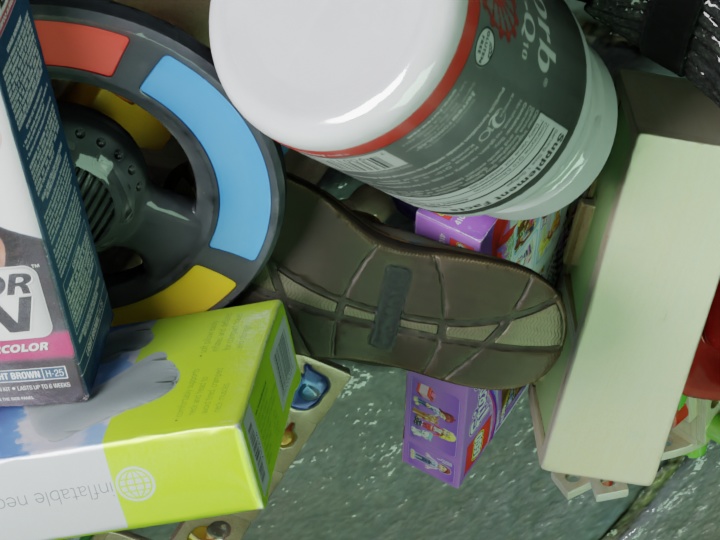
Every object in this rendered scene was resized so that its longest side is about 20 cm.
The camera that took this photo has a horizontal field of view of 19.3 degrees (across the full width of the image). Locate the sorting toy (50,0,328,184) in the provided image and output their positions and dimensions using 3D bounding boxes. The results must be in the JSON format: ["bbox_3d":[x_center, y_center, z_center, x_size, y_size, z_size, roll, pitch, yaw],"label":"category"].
[{"bbox_3d":[-0.052,-0.113,0.938,0.199,0.037,0.186,10,127,-43],"label":"sorting toy"}]

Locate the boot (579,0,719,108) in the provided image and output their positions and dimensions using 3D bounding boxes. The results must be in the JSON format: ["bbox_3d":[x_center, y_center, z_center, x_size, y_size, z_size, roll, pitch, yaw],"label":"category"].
[{"bbox_3d":[0.123,-0.144,0.894,0.080,0.158,0.211,-52,158,1],"label":"boot"}]

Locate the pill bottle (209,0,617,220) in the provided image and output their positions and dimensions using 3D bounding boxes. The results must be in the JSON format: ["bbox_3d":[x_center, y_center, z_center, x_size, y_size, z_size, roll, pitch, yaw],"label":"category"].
[{"bbox_3d":[0.031,-0.088,0.907,0.116,0.116,0.200,-43,154,14],"label":"pill bottle"}]

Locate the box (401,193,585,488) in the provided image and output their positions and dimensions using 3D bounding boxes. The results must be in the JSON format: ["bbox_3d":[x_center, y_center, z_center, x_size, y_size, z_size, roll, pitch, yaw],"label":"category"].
[{"bbox_3d":[0.073,0.001,1.104,0.137,0.039,0.201,-52,157,-36],"label":"box"}]

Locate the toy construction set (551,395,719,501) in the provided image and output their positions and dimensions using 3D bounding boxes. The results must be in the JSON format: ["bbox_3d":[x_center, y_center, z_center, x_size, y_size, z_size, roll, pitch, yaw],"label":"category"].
[{"bbox_3d":[0.181,0.070,1.272,0.131,0.092,0.201,-38,156,-28],"label":"toy construction set"}]

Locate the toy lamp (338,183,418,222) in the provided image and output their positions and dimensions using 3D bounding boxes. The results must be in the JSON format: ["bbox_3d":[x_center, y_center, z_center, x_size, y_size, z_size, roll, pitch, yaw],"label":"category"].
[{"bbox_3d":[-0.052,0.003,1.055,0.199,0.058,0.058,-30,144,-1],"label":"toy lamp"}]

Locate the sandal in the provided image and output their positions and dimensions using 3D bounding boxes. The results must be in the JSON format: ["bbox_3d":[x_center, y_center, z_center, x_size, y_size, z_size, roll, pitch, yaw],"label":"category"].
[{"bbox_3d":[0.000,0.000,0.990,0.198,0.055,0.082,14,105,-6],"label":"sandal"}]

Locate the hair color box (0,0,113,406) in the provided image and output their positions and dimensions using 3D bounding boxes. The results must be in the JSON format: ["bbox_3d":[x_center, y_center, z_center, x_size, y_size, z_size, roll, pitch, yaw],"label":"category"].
[{"bbox_3d":[-0.170,-0.039,0.847,0.099,0.061,0.201,-4,127,9],"label":"hair color box"}]

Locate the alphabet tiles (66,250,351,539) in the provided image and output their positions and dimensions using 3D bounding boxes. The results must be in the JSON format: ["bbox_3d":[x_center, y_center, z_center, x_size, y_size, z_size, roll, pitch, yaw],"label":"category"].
[{"bbox_3d":[-0.107,0.072,1.039,0.166,0.008,0.201,23,113,-25],"label":"alphabet tiles"}]

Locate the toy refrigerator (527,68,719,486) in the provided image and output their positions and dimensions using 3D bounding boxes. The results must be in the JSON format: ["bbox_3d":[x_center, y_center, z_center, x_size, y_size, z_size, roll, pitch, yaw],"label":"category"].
[{"bbox_3d":[0.139,0.005,1.092,0.069,0.076,0.201,8,120,-7],"label":"toy refrigerator"}]

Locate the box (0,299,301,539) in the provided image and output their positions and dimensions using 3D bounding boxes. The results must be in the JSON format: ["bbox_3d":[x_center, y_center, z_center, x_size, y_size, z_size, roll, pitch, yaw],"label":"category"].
[{"bbox_3d":[-0.132,0.071,0.913,0.198,0.122,0.048,-9,113,11],"label":"box"}]

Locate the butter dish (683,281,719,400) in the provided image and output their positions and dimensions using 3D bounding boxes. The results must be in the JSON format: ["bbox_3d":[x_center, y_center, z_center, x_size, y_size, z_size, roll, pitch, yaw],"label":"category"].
[{"bbox_3d":[0.286,-0.016,1.159,0.199,0.147,0.201,5,95,-39],"label":"butter dish"}]

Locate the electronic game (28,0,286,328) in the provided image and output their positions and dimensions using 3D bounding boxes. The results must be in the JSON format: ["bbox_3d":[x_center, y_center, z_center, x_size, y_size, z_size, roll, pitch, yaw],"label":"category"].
[{"bbox_3d":[-0.130,-0.037,0.909,0.198,0.042,0.201,0,135,0],"label":"electronic game"}]
